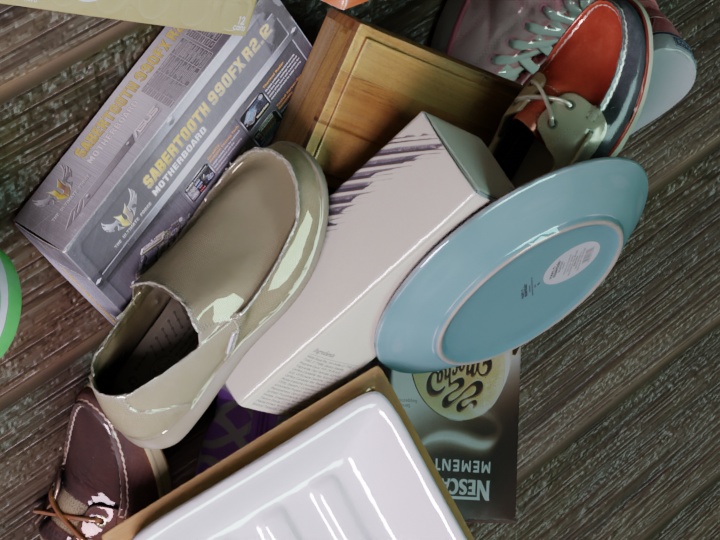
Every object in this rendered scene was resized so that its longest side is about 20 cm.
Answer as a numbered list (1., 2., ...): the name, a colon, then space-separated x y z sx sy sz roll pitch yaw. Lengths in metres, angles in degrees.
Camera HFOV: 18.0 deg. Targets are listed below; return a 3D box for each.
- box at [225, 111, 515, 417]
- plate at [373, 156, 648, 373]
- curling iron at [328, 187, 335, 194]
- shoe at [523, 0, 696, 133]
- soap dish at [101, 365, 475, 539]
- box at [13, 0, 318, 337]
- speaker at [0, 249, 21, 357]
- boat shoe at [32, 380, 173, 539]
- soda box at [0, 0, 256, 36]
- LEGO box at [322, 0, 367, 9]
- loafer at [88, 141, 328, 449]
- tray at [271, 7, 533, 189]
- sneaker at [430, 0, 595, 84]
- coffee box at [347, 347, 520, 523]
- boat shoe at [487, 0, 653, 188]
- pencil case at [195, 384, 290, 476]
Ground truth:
1. box: 0.000 0.000 1.363 0.200 0.069 0.082 -41 153 16
2. plate: 0.098 0.006 1.383 0.199 0.026 0.201 -27 155 -14
3. curling iron: -0.051 0.001 1.476 0.201 0.049 0.026 -56 145 3
4. shoe: 0.137 -0.119 1.600 0.199 0.091 0.072 -33 129 11
5. soap dish: -0.038 0.176 1.384 0.199 0.081 0.158 -31 95 -15
6. box: -0.097 -0.059 1.364 0.201 0.048 0.159 -53 144 -10
7. speaker: -0.268 0.007 1.166 0.199 0.088 0.089 13 104 -54
8. boat shoe: -0.165 0.157 1.419 0.072 0.072 0.201 -33 143 -35
9. soda box: -0.136 -0.175 1.219 0.199 0.064 0.068 2 113 -51
10. LEGO box: 0.022 -0.275 1.333 0.148 0.077 0.201 -26 133 -40
11. loafer: -0.089 0.013 1.318 0.201 0.075 0.068 -60 151 2
12. tray: 0.042 -0.084 1.413 0.199 0.037 0.099 17 101 -43
13. sneaker: 0.118 -0.167 1.511 0.075 0.104 0.202 2 114 -53
14. coffee box: 0.042 0.065 1.513 0.112 0.080 0.202 6 83 -36
15. boat shoe: 0.114 -0.080 1.402 0.062 0.071 0.201 13 109 -46
16. pencil case: -0.077 0.168 1.466 0.086 0.083 0.202 55 45 -74
